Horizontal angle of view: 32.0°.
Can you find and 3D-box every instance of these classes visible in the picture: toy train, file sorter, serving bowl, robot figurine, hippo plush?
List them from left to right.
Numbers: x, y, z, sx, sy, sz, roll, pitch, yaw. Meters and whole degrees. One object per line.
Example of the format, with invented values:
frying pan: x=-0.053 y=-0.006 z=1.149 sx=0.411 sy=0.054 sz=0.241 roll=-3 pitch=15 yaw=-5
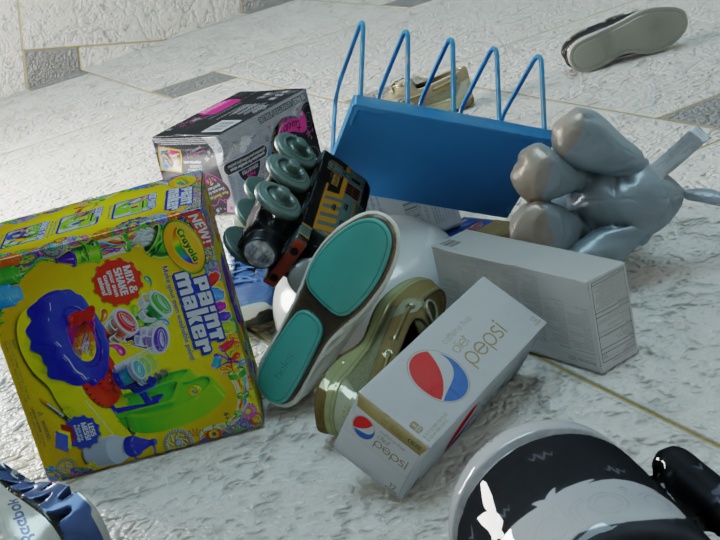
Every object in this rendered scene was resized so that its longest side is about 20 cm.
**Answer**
toy train: x=-0.053 y=-0.050 z=1.155 sx=0.085 sy=0.113 sz=0.201 roll=-52 pitch=13 yaw=28
serving bowl: x=0.000 y=0.000 z=1.224 sx=0.198 sy=0.066 sz=0.201 roll=-18 pitch=26 yaw=9
file sorter: x=0.074 y=-0.153 z=1.258 sx=0.198 sy=0.139 sz=0.124 roll=8 pitch=58 yaw=-11
robot figurine: x=0.121 y=0.162 z=0.676 sx=0.149 sy=0.126 sz=0.200 roll=6 pitch=15 yaw=-16
hippo plush: x=0.220 y=-0.081 z=1.196 sx=0.199 sy=0.160 sz=0.161 roll=-32 pitch=9 yaw=2

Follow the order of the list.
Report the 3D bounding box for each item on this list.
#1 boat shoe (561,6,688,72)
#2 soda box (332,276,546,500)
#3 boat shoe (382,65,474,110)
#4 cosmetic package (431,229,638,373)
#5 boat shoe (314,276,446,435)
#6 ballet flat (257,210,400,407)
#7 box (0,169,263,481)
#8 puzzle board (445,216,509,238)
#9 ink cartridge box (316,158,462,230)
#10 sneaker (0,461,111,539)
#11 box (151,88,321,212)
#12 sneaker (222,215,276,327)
boat shoe: x=0.408 y=-0.363 z=1.956 sx=0.199 sy=0.074 sz=0.060 roll=-23 pitch=25 yaw=-1
soda box: x=0.064 y=0.085 z=0.963 sx=0.068 sy=0.064 sz=0.200 roll=36 pitch=40 yaw=14
boat shoe: x=0.071 y=-0.264 z=1.914 sx=0.198 sy=0.066 sz=0.072 roll=-13 pitch=20 yaw=3
cosmetic package: x=0.147 y=0.022 z=1.087 sx=0.050 sy=0.083 sz=0.199 roll=-23 pitch=22 yaw=-30
boat shoe: x=0.032 y=0.073 z=1.050 sx=0.063 sy=0.074 sz=0.201 roll=10 pitch=30 yaw=26
ballet flat: x=-0.021 y=0.030 z=1.065 sx=0.069 sy=0.201 sz=0.070 roll=28 pitch=22 yaw=-12
box: x=-0.200 y=0.044 z=1.081 sx=0.191 sy=0.202 sz=0.122 roll=-15 pitch=20 yaw=-2
puzzle board: x=0.097 y=-0.007 z=1.293 sx=0.199 sy=0.018 sz=0.150 roll=-29 pitch=23 yaw=-36
ink cartridge box: x=-0.002 y=-0.075 z=1.372 sx=0.198 sy=0.116 sz=0.068 roll=-19 pitch=13 yaw=-4
sneaker: x=-0.288 y=0.196 z=0.913 sx=0.198 sy=0.081 sz=0.115 roll=5 pitch=25 yaw=37
box: x=-0.166 y=-0.166 z=1.743 sx=0.131 sy=0.116 sz=0.200 roll=3 pitch=27 yaw=36
sneaker: x=-0.124 y=0.003 z=1.320 sx=0.075 sy=0.078 sz=0.200 roll=-12 pitch=22 yaw=0
